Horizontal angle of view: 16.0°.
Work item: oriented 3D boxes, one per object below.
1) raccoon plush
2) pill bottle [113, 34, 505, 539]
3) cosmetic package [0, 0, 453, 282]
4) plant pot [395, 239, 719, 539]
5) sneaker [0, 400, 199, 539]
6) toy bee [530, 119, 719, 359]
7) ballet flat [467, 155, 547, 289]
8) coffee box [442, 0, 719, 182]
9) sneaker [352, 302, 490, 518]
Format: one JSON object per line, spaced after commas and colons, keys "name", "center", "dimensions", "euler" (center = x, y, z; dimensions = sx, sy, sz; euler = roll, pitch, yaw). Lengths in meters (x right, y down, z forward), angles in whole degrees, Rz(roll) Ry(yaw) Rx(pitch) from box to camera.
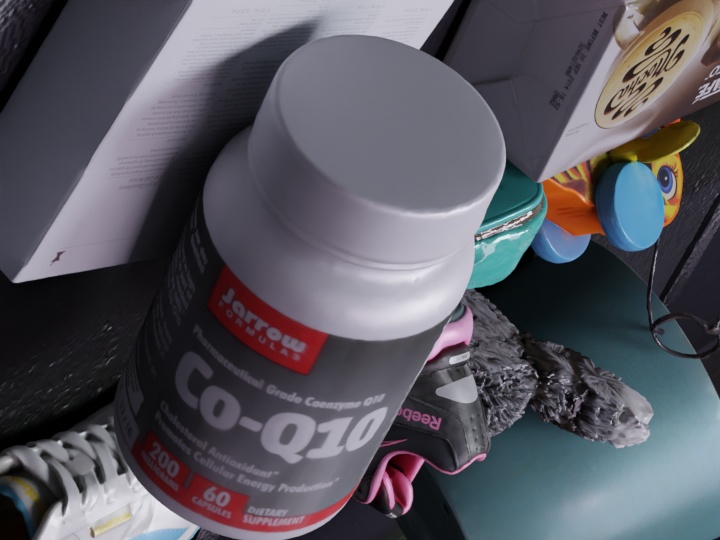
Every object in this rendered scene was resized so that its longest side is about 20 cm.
{"name": "raccoon plush", "center": [0.041, 0.089, 1.385], "dimensions": [0.134, 0.200, 0.097], "euler": [-56, -175, 24]}
{"name": "pill bottle", "center": [-0.022, 0.009, 1.042], "dimensions": [0.114, 0.114, 0.200], "euler": [-28, 155, -41]}
{"name": "cosmetic package", "center": [-0.058, -0.075, 1.044], "dimensions": [0.200, 0.052, 0.151], "euler": [-11, 139, -58]}
{"name": "plant pot", "center": [0.101, 0.104, 1.506], "dimensions": [0.161, 0.201, 0.201], "euler": [-28, 155, -17]}
{"name": "sneaker", "center": [-0.136, 0.111, 1.208], "dimensions": [0.200, 0.076, 0.081], "euler": [-39, 157, -25]}
{"name": "toy bee", "center": [0.129, -0.051, 1.383], "dimensions": [0.200, 0.130, 0.109], "euler": [60, 40, -52]}
{"name": "ballet flat", "center": [0.000, 0.000, 1.225], "dimensions": [0.199, 0.067, 0.071], "euler": [-15, 141, -28]}
{"name": "coffee box", "center": [0.141, -0.133, 1.285], "dimensions": [0.200, 0.080, 0.113], "euler": [-24, 149, -46]}
{"name": "sneaker", "center": [-0.014, 0.084, 1.289], "dimensions": [0.200, 0.096, 0.079], "euler": [-20, -178, 42]}
